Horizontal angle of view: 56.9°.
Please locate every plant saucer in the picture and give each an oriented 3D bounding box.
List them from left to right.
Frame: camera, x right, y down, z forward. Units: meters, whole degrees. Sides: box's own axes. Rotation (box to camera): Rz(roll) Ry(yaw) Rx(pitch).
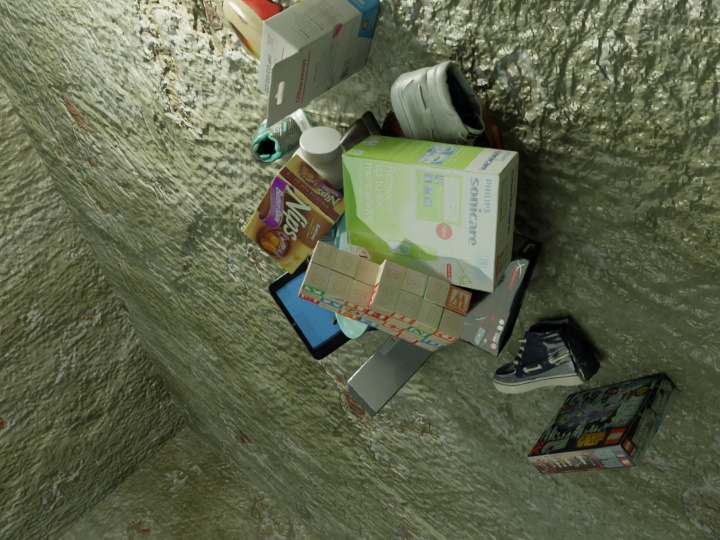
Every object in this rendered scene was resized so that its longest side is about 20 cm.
[{"bbox_3d":[0.000,0.000,1.005,0.199,0.027,0.205,-178,90,-67],"label":"plant saucer"}]

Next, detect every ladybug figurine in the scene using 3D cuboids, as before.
[{"bbox_3d":[-0.135,-0.351,1.006,0.201,0.072,0.136,52,178,25],"label":"ladybug figurine"}]

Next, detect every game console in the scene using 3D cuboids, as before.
[{"bbox_3d":[-0.069,0.073,1.372,0.202,0.118,0.170,56,150,-11],"label":"game console"}]

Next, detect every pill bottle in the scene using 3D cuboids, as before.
[{"bbox_3d":[-0.063,-0.141,1.131,0.110,0.110,0.202,34,146,26],"label":"pill bottle"}]

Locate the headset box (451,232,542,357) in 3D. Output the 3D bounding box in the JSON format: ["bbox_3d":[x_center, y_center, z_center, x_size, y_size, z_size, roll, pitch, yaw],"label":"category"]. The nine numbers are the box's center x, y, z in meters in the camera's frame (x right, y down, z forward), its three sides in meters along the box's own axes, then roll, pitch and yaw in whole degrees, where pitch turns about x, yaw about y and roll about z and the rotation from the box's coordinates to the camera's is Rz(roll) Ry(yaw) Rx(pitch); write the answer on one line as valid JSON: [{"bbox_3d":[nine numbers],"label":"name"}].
[{"bbox_3d":[0.130,0.003,0.920,0.197,0.077,0.151,24,118,19],"label":"headset box"}]

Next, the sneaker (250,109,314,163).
[{"bbox_3d":[-0.164,-0.230,1.192,0.078,0.091,0.199,57,150,-11],"label":"sneaker"}]

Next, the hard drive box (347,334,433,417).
[{"bbox_3d":[0.054,0.188,1.239,0.077,0.156,0.200,44,168,9],"label":"hard drive box"}]

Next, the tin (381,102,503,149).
[{"bbox_3d":[0.111,-0.180,0.923,0.198,0.042,0.114,10,127,49],"label":"tin"}]

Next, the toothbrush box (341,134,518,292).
[{"bbox_3d":[0.083,-0.074,0.812,0.197,0.086,0.148,12,122,24],"label":"toothbrush box"}]

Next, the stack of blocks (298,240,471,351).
[{"bbox_3d":[0.026,0.032,0.833,0.197,0.060,0.115,22,163,-4],"label":"stack of blocks"}]

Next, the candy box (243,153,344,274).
[{"bbox_3d":[-0.109,-0.086,1.088,0.116,0.057,0.200,41,146,-4],"label":"candy box"}]

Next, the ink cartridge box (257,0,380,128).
[{"bbox_3d":[-0.071,-0.290,0.884,0.068,0.199,0.116,41,149,13],"label":"ink cartridge box"}]

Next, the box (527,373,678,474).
[{"bbox_3d":[0.341,0.223,0.952,0.040,0.137,0.200,47,150,-2],"label":"box"}]

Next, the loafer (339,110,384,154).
[{"bbox_3d":[0.005,-0.163,1.002,0.201,0.070,0.074,69,177,-65],"label":"loafer"}]

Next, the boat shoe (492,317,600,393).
[{"bbox_3d":[0.268,0.129,1.027,0.199,0.074,0.094,-23,98,52],"label":"boat shoe"}]

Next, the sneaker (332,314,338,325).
[{"bbox_3d":[0.011,0.063,1.179,0.199,0.139,0.079,33,-149,-43],"label":"sneaker"}]

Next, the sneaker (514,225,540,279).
[{"bbox_3d":[0.166,-0.025,0.995,0.199,0.072,0.115,-22,102,48],"label":"sneaker"}]

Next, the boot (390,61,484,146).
[{"bbox_3d":[0.116,-0.159,0.833,0.095,0.074,0.202,-3,125,48],"label":"boot"}]
